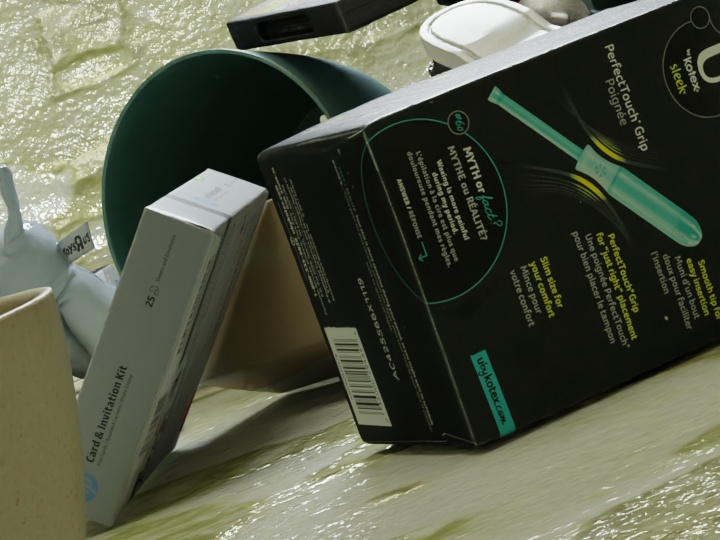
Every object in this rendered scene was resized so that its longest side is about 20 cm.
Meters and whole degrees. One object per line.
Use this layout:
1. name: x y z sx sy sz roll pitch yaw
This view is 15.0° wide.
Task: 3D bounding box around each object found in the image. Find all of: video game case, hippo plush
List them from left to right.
1. hippo plush: -0.250 0.058 1.943 0.161 0.159 0.200 -56 4 -22
2. video game case: 0.034 -0.193 1.717 0.200 0.026 0.181 -29 12 -21

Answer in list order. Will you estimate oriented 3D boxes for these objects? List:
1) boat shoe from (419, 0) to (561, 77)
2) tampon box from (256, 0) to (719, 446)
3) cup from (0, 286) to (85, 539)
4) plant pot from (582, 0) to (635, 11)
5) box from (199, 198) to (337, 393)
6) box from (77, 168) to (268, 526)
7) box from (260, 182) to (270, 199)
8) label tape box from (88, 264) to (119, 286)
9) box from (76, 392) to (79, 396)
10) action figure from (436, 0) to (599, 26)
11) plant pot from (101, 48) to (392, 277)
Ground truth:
1. boat shoe: 0.097 -0.087 1.432 0.074 0.060 0.200 -32 32 -18
2. tampon box: 0.084 -0.025 1.236 0.200 0.150 0.126 -22 7 -23
3. cup: -0.171 0.107 0.912 0.200 0.144 0.200 -20 6 2
4. plant pot: 0.246 -0.198 1.779 0.195 0.197 0.200 -19 30 11
5. box: 0.000 0.000 1.495 0.200 0.095 0.078 -20 -18 38
6. box: -0.102 0.034 1.408 0.041 0.156 0.200 21 10 3
7. box: 0.020 -0.051 1.992 0.200 0.105 0.184 -21 6 -10
8. label tape box: -0.272 0.049 2.312 0.143 0.066 0.200 -20 7 10
9. box: -0.196 0.108 1.561 0.200 0.042 0.039 -22 5 -26
10. action figure: 0.125 -0.090 1.666 0.200 0.194 0.105 17 45 18
11. plant pot: -0.042 -0.049 1.786 0.200 0.201 0.161 -17 -2 33
